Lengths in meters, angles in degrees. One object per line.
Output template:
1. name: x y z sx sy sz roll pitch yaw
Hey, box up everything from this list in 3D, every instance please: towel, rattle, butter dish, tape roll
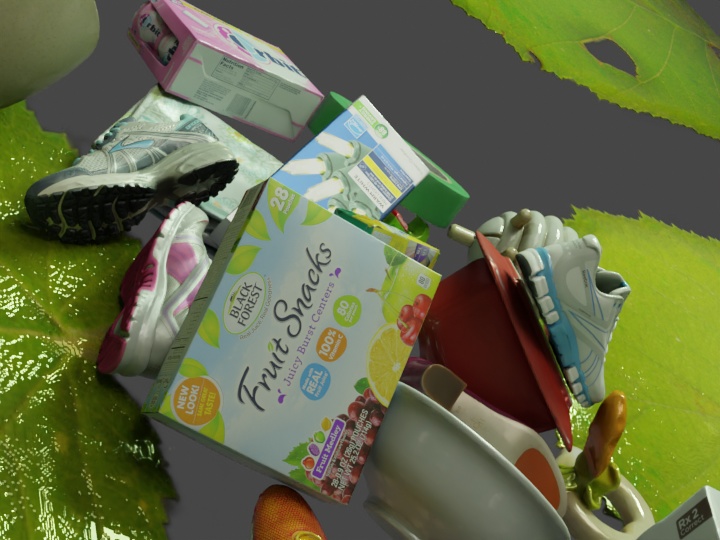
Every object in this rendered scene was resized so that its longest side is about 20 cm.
1. towel: -0.155 -0.097 1.154 0.199 0.048 0.172 35 32 -8
2. rattle: 0.287 0.226 1.127 0.200 0.143 0.130 39 12 11
3. butter dish: 0.106 0.083 1.113 0.200 0.147 0.201 -82 147 -80
4. tape roll: 0.032 -0.126 1.325 0.200 0.048 0.201 36 11 -8

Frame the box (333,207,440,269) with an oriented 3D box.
1. box: 0.010 0.016 1.071 0.048 0.118 0.200 27 4 25

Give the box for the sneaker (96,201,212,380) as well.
1. sneaker: -0.153 0.026 0.976 0.088 0.081 0.201 29 41 -18

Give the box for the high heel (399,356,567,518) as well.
1. high heel: 0.103 0.150 1.042 0.067 0.096 0.200 -45 104 -19

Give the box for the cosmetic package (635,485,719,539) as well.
1. cosmetic package: 0.337 0.328 1.015 0.199 0.165 0.166 26 34 -19

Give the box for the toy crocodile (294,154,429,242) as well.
1. toy crocodile: 0.002 -0.067 1.229 0.200 0.062 0.068 37 6 -39

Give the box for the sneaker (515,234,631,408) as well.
1. sneaker: 0.209 0.047 1.050 0.075 0.086 0.201 -110 175 -48

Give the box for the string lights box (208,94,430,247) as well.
1. string lights box: -0.036 -0.063 1.092 0.103 0.059 0.200 47 60 -5

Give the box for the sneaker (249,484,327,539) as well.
1. sneaker: -0.026 0.234 0.837 0.073 0.077 0.201 11 38 -36

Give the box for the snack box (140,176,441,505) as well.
1. snack box: -0.051 0.057 0.906 0.168 0.068 0.201 30 72 -17

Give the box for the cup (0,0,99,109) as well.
1. cup: -0.346 -0.211 0.988 0.200 0.200 0.144 36 58 -6

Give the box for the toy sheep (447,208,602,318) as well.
1. toy sheep: 0.192 -0.008 1.329 0.199 0.138 0.138 29 32 -6

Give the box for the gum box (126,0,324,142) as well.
1. gum box: -0.149 -0.222 1.255 0.199 0.066 0.114 17 26 -47

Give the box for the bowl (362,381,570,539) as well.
1. bowl: 0.066 0.189 0.940 0.201 0.090 0.201 39 -14 12

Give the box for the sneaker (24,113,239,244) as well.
1. sneaker: -0.211 -0.088 1.030 0.199 0.078 0.087 -18 62 -37
